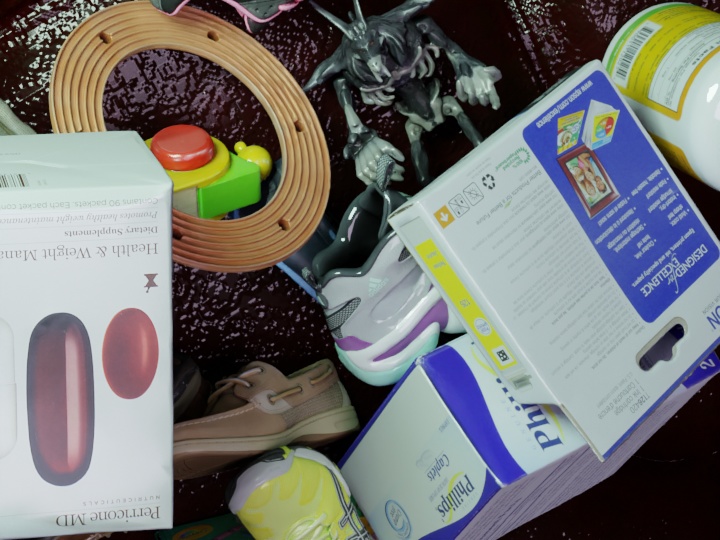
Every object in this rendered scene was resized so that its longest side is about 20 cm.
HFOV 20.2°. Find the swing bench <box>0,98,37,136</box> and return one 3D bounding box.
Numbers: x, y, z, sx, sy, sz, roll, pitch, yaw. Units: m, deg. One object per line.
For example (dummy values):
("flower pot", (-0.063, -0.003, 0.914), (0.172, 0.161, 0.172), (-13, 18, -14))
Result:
("swing bench", (-0.316, -0.069, 1.232), (0.200, 0.130, 0.199), (-44, 116, -7))

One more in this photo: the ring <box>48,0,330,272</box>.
("ring", (-0.109, -0.085, 1.292), (0.200, 0.201, 0.019), (20, 142, -25))

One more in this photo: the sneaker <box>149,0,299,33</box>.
("sneaker", (-0.051, -0.203, 1.317), (0.200, 0.079, 0.095), (-2, 112, -12))

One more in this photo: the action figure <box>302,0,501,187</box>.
("action figure", (0.044, -0.108, 1.365), (0.119, 0.102, 0.200), (-38, 118, 8))

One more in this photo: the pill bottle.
("pill bottle", (0.254, -0.113, 1.384), (0.111, 0.200, 0.111), (-6, 110, -18))

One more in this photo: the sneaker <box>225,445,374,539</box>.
("sneaker", (-0.020, 0.188, 1.356), (0.075, 0.076, 0.200), (-38, 135, 1))

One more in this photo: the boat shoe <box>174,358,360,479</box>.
("boat shoe", (-0.077, 0.097, 1.367), (0.200, 0.071, 0.065), (-5, 77, -59))

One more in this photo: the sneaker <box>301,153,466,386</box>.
("sneaker", (0.052, -0.029, 1.316), (0.200, 0.078, 0.140), (-37, 124, -13))

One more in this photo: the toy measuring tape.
("toy measuring tape", (-0.150, -0.049, 1.320), (0.200, 0.074, 0.074), (-20, 114, -25))

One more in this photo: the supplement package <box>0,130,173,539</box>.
("supplement package", (-0.208, 0.035, 1.142), (0.191, 0.147, 0.200), (-3, 106, -13))

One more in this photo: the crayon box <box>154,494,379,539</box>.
("crayon box", (-0.041, 0.229, 1.467), (0.200, 0.058, 0.119), (-12, 111, -16))

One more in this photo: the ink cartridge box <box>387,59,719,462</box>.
("ink cartridge box", (0.142, -0.006, 1.303), (0.198, 0.047, 0.200), (-39, 99, -37))

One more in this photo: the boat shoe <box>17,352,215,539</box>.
("boat shoe", (-0.169, 0.149, 1.387), (0.200, 0.076, 0.074), (-44, 122, -2))

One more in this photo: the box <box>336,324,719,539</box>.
("box", (0.111, 0.102, 1.379), (0.200, 0.184, 0.105), (-24, 72, -30))

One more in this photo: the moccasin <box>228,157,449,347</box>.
("moccasin", (0.000, 0.000, 1.394), (0.200, 0.080, 0.068), (40, 94, -27))
